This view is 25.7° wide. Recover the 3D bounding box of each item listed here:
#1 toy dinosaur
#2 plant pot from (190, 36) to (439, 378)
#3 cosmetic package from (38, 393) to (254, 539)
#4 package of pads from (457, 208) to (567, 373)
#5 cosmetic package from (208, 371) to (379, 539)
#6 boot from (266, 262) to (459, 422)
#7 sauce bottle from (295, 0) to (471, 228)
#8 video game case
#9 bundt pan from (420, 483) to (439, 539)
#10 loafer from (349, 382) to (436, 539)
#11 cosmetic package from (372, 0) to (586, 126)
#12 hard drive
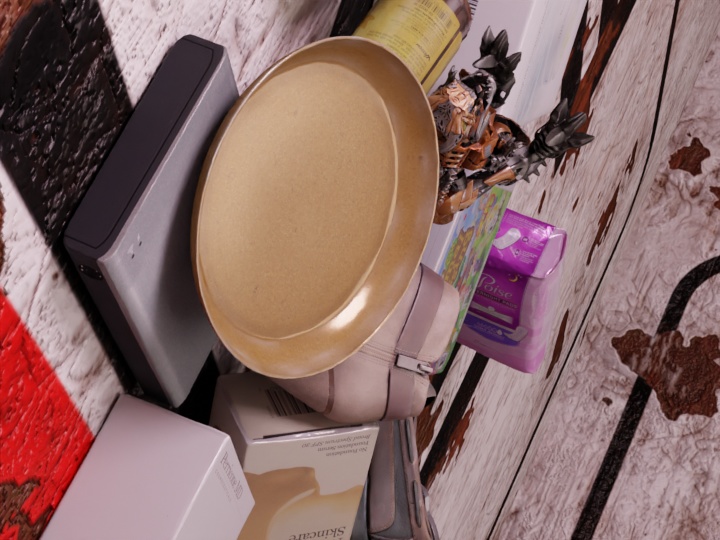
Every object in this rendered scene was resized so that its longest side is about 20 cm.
[{"bbox_3d":[0.066,-0.085,1.060,0.135,0.103,0.200,-38,-174,-18],"label":"toy dinosaur"},{"bbox_3d":[-0.028,-0.037,0.916,0.199,0.027,0.202,-22,121,-43],"label":"plant pot"},{"bbox_3d":[-0.146,0.191,0.946,0.201,0.080,0.113,-62,162,-22],"label":"cosmetic package"},{"bbox_3d":[0.158,0.021,1.734,0.201,0.119,0.076,91,25,-54],"label":"package of pads"},{"bbox_3d":[-0.061,0.168,1.133,0.104,0.071,0.202,-6,129,-23],"label":"cosmetic package"},{"bbox_3d":[0.000,0.000,1.057,0.070,0.145,0.202,21,-86,69],"label":"boot"},{"bbox_3d":[0.001,-0.107,0.996,0.201,0.064,0.065,-55,160,-32],"label":"sauce bottle"},{"bbox_3d":[0.077,-0.007,1.305,0.202,0.022,0.182,-69,165,5],"label":"video game case"},{"bbox_3d":[-0.023,0.225,1.267,0.075,0.202,0.204,-5,121,-35],"label":"bundt pan"},{"bbox_3d":[0.032,0.109,1.176,0.072,0.062,0.203,37,57,-71],"label":"loafer"},{"bbox_3d":[0.102,-0.221,1.208,0.200,0.122,0.201,-34,143,-68],"label":"cosmetic package"},{"bbox_3d":[-0.104,-0.022,0.907,0.201,0.033,0.141,80,33,-64],"label":"hard drive"}]
